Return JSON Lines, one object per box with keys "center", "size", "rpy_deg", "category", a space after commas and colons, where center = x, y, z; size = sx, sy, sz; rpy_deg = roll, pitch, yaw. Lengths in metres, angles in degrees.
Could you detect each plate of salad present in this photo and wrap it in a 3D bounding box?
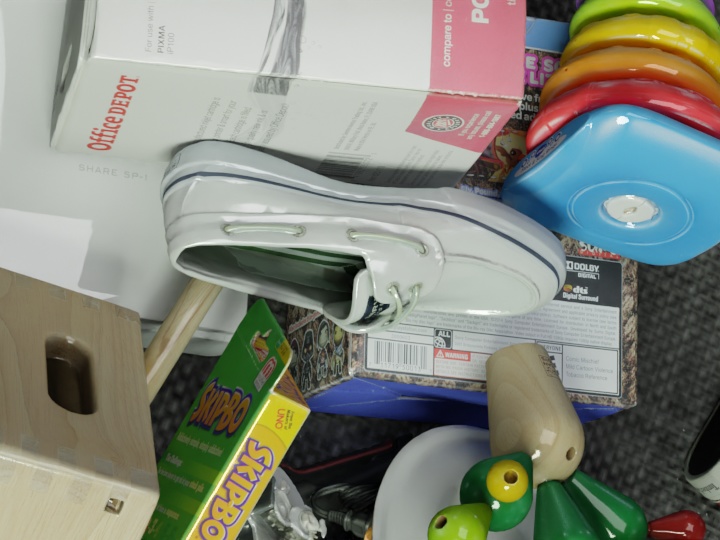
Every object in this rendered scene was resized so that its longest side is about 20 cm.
{"center": [0.071, 0.171, 1.387], "size": [0.200, 0.048, 0.201], "rpy_deg": [30, 44, -33], "category": "plate of salad"}

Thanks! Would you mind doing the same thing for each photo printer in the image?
{"center": [-0.130, -0.066, 1.410], "size": [0.166, 0.069, 0.201], "rpy_deg": [9, 75, -21], "category": "photo printer"}

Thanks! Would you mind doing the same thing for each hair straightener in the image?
{"center": [-0.008, 0.122, 1.417], "size": [0.200, 0.077, 0.041], "rpy_deg": [-10, 118, -35], "category": "hair straightener"}

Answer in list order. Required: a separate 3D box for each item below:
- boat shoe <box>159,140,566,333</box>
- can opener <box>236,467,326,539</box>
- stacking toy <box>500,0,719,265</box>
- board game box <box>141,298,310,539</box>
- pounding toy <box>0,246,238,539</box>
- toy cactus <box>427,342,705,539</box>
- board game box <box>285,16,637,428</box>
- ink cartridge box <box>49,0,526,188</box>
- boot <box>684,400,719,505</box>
{"center": [0.000, 0.000, 1.338], "size": [0.199, 0.074, 0.067], "rpy_deg": [12, 50, -10], "category": "boat shoe"}
{"center": [-0.048, 0.169, 1.295], "size": [0.053, 0.066, 0.200], "rpy_deg": [52, 24, -38], "category": "can opener"}
{"center": [0.143, -0.114, 1.423], "size": [0.110, 0.116, 0.201], "rpy_deg": [21, 59, -21], "category": "stacking toy"}
{"center": [-0.080, 0.113, 1.286], "size": [0.030, 0.096, 0.200], "rpy_deg": [25, 100, -17], "category": "board game box"}
{"center": [-0.146, 0.089, 1.293], "size": [0.142, 0.200, 0.184], "rpy_deg": [19, 115, -17], "category": "pounding toy"}
{"center": [0.096, 0.109, 1.344], "size": [0.200, 0.102, 0.165], "rpy_deg": [9, 56, -39], "category": "toy cactus"}
{"center": [0.051, -0.027, 1.464], "size": [0.159, 0.097, 0.201], "rpy_deg": [8, 75, -22], "category": "board game box"}
{"center": [-0.036, -0.102, 1.321], "size": [0.199, 0.147, 0.083], "rpy_deg": [6, 74, -11], "category": "ink cartridge box"}
{"center": [0.282, 0.073, 1.557], "size": [0.144, 0.072, 0.200], "rpy_deg": [36, 75, -13], "category": "boot"}
